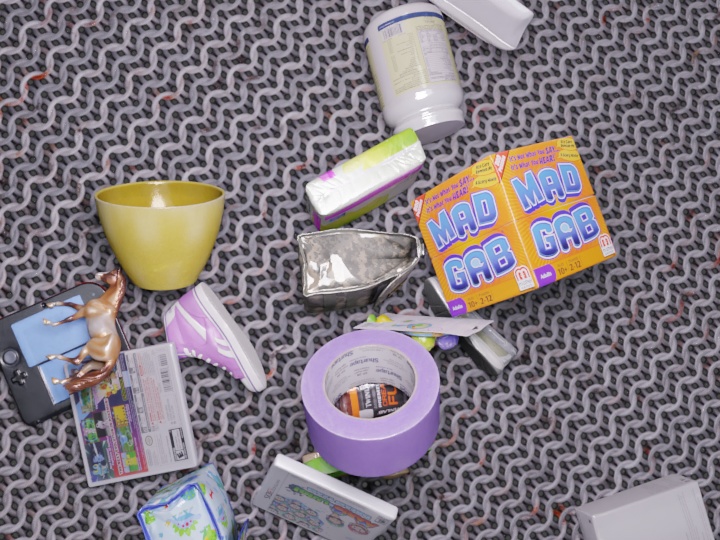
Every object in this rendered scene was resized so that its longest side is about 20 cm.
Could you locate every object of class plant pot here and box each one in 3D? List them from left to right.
[{"bbox_3d":[-0.312,-0.053,1.136,0.196,0.200,0.145,0,108,-6],"label":"plant pot"}]

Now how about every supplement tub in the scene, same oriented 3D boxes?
[{"bbox_3d":[0.020,0.189,1.170,0.196,0.107,0.109,-11,85,-7],"label":"supplement tub"},{"bbox_3d":[0.093,-0.327,1.213,0.142,0.145,0.204,-14,86,-7],"label":"supplement tub"}]

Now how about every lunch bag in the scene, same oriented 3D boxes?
[{"bbox_3d":[-0.236,0.415,1.087,0.126,0.170,0.203,-23,86,-4],"label":"lunch bag"},{"bbox_3d":[0.000,0.000,1.159,0.196,0.164,0.120,-7,79,-6],"label":"lunch bag"}]

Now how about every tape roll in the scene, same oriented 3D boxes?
[{"bbox_3d":[0.016,0.185,1.029,0.196,0.086,0.202,-3,42,3],"label":"tape roll"}]

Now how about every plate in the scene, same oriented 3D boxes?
[{"bbox_3d":[0.200,-0.464,1.252,0.198,0.032,0.200,34,42,-2],"label":"plate"}]

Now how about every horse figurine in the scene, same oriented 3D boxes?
[{"bbox_3d":[-0.422,0.100,1.117,0.130,0.050,0.203,-12,62,-9],"label":"horse figurine"}]

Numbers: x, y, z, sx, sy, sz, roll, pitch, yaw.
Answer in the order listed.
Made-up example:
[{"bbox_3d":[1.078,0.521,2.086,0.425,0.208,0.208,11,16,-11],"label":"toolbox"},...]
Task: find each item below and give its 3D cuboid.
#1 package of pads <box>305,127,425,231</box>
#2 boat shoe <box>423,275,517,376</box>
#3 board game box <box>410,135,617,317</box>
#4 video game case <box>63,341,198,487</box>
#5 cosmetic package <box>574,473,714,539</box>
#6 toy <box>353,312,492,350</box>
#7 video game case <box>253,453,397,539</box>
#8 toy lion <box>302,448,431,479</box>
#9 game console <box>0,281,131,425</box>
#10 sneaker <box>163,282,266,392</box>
[{"bbox_3d":[0.006,-0.141,1.180,0.198,0.155,0.069,-29,84,-7],"label":"package of pads"},{"bbox_3d":[0.184,0.085,1.218,0.065,0.074,0.203,-41,91,-17],"label":"boat shoe"},{"bbox_3d":[0.240,-0.068,1.139,0.198,0.199,0.203,-17,85,-35],"label":"board game box"},{"bbox_3d":[-0.365,0.229,1.144,0.179,0.023,0.204,-11,93,1],"label":"video game case"},{"bbox_3d":[0.476,0.430,1.206,0.196,0.081,0.115,-14,85,-6],"label":"cosmetic package"},{"bbox_3d":[0.100,0.102,1.143,0.197,0.115,0.048,5,101,31],"label":"toy"},{"bbox_3d":[-0.060,0.366,1.113,0.197,0.183,0.024,25,50,-3],"label":"video game case"},{"bbox_3d":[0.008,0.291,1.110,0.196,0.192,0.070,-11,71,-7],"label":"toy lion"},{"bbox_3d":[-0.480,0.131,1.162,0.197,0.031,0.179,-24,87,-7],"label":"game console"},{"bbox_3d":[-0.243,0.134,1.174,0.114,0.073,0.202,-36,85,2],"label":"sneaker"}]
